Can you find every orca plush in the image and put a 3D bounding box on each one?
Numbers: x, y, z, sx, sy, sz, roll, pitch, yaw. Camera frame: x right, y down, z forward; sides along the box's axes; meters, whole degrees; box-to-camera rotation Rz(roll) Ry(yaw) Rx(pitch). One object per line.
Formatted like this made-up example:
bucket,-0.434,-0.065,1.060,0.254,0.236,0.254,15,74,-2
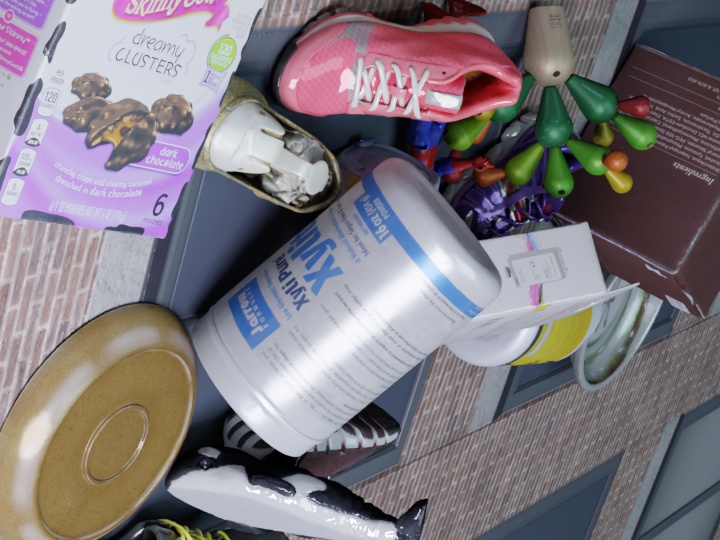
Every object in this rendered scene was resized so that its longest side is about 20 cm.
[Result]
orca plush,-0.045,0.160,1.234,0.105,0.199,0.071,86,13,-59

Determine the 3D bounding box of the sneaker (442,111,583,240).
sneaker,0.134,-0.063,1.441,0.200,0.083,0.081,-48,149,-20

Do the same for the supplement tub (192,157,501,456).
supplement tub,-0.009,0.026,1.163,0.200,0.132,0.132,-40,154,9

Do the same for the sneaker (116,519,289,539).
sneaker,-0.135,0.231,1.239,0.199,0.074,0.085,-15,123,-36

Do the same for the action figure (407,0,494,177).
action figure,0.073,-0.107,1.290,0.065,0.099,0.201,-22,136,-48

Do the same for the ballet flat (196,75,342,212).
ballet flat,-0.069,-0.085,1.096,0.071,0.071,0.200,-61,152,1

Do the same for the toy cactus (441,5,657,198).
toy cactus,0.164,-0.146,1.384,0.102,0.199,0.166,160,-74,-85

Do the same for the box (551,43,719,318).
box,0.318,-0.090,1.639,0.201,0.164,0.166,-58,153,-5

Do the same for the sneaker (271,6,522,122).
sneaker,0.033,-0.143,1.155,0.199,0.087,0.074,-10,126,-31

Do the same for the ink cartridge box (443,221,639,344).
ink cartridge box,0.124,0.012,1.356,0.199,0.068,0.116,-9,169,-31

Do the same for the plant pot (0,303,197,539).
plant pot,-0.181,0.119,1.139,0.200,0.027,0.201,-40,147,-34

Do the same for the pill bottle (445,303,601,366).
pill bottle,0.160,0.035,1.544,0.200,0.112,0.112,3,113,-59

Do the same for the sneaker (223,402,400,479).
sneaker,-0.057,0.167,1.358,0.199,0.076,0.116,1,120,-48

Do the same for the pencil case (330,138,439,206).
pencil case,0.000,0.000,1.274,0.090,0.083,0.201,-11,126,-41

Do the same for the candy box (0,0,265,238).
candy box,-0.146,-0.128,0.917,0.168,0.071,0.201,7,110,-61

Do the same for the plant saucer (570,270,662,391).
plant saucer,0.288,0.040,1.833,0.200,0.050,0.201,-41,146,-35
